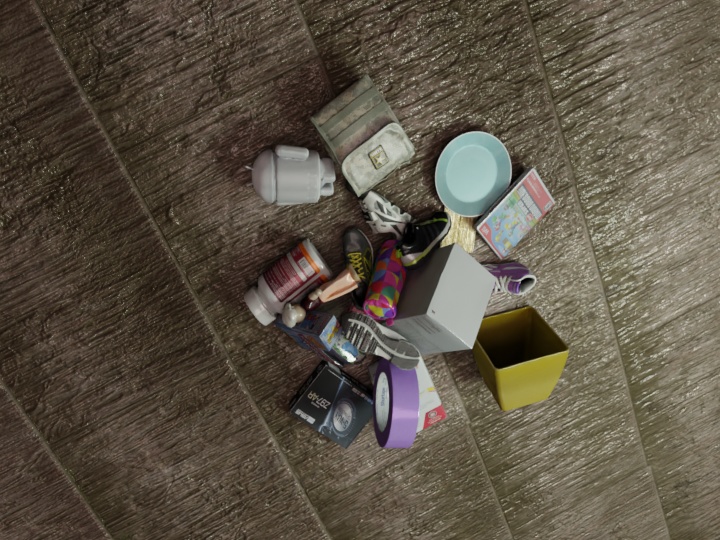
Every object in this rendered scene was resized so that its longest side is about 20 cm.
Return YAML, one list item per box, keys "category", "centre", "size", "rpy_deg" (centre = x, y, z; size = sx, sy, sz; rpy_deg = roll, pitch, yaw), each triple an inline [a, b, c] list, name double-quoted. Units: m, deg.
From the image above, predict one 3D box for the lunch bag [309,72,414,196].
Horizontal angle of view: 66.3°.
- category: "lunch bag"
  centre: [0.007, -0.287, 1.206]
  size: [0.162, 0.118, 0.202]
  rpy_deg: [-35, 91, 2]

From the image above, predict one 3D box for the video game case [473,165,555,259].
- category: "video game case"
  centre: [0.388, -0.141, 1.381]
  size: [0.200, 0.017, 0.143]
  rpy_deg: [-47, 127, 5]

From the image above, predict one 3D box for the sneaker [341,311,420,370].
- category: "sneaker"
  centre: [0.040, 0.158, 1.245]
  size: [0.198, 0.080, 0.075]
  rpy_deg: [33, 93, -6]

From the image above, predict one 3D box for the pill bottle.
- category: "pill bottle"
  centre: [-0.171, 0.030, 1.293]
  size: [0.198, 0.110, 0.110]
  rpy_deg: [-38, 110, 2]

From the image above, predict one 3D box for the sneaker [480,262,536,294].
- category: "sneaker"
  centre: [0.346, 0.028, 1.395]
  size: [0.195, 0.115, 0.074]
  rpy_deg: [-14, 111, -5]

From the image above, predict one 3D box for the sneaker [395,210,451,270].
- category: "sneaker"
  centre: [0.147, -0.090, 1.296]
  size: [0.083, 0.071, 0.201]
  rpy_deg: [51, 54, -20]

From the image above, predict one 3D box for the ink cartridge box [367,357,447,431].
- category: "ink cartridge box"
  centre: [0.122, 0.319, 1.452]
  size: [0.143, 0.083, 0.204]
  rpy_deg: [-25, 110, -1]

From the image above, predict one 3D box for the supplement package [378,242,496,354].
- category: "supplement package"
  centre: [0.178, 0.073, 1.291]
  size: [0.146, 0.199, 0.194]
  rpy_deg: [36, 64, -19]

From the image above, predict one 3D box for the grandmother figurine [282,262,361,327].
- category: "grandmother figurine"
  centre: [-0.092, 0.060, 1.239]
  size: [0.198, 0.121, 0.061]
  rpy_deg: [-34, 73, 0]

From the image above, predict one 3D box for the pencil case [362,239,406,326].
- category: "pencil case"
  centre: [0.064, 0.024, 1.290]
  size: [0.086, 0.203, 0.089]
  rpy_deg: [12, 144, 9]

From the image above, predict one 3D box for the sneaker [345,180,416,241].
- category: "sneaker"
  centre: [0.036, -0.135, 1.303]
  size: [0.198, 0.074, 0.090]
  rpy_deg: [33, 97, -18]

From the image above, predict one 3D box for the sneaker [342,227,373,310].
- category: "sneaker"
  centre: [0.000, 0.000, 1.318]
  size: [0.072, 0.085, 0.205]
  rpy_deg: [-12, 100, 7]

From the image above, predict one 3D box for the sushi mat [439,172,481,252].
- category: "sushi mat"
  centre: [0.251, -0.143, 1.376]
  size: [0.093, 0.012, 0.206]
  rpy_deg: [2, 106, -10]

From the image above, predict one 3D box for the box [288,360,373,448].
- category: "box"
  centre: [-0.066, 0.350, 1.446]
  size: [0.199, 0.044, 0.161]
  rpy_deg: [38, 96, -19]

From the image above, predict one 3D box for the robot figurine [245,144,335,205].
- category: "robot figurine"
  centre: [-0.155, -0.209, 1.221]
  size: [0.194, 0.115, 0.172]
  rpy_deg: [-2, 140, -10]

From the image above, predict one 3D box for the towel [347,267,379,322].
- category: "towel"
  centre: [0.045, 0.109, 1.403]
  size: [0.144, 0.030, 0.203]
  rpy_deg: [25, 100, -17]

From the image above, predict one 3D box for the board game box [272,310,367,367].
- category: "board game box"
  centre: [-0.087, 0.162, 1.301]
  size: [0.200, 0.199, 0.062]
  rpy_deg: [44, 67, -19]

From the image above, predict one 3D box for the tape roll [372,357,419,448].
- category: "tape roll"
  centre: [0.080, 0.308, 1.291]
  size: [0.064, 0.200, 0.206]
  rpy_deg: [3, 106, -11]

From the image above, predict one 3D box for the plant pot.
- category: "plant pot"
  centre: [0.403, 0.241, 1.436]
  size: [0.195, 0.201, 0.180]
  rpy_deg: [-13, 120, -7]

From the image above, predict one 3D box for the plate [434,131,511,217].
- category: "plate"
  centre: [0.270, -0.232, 1.333]
  size: [0.194, 0.026, 0.206]
  rpy_deg: [-3, 107, -10]
